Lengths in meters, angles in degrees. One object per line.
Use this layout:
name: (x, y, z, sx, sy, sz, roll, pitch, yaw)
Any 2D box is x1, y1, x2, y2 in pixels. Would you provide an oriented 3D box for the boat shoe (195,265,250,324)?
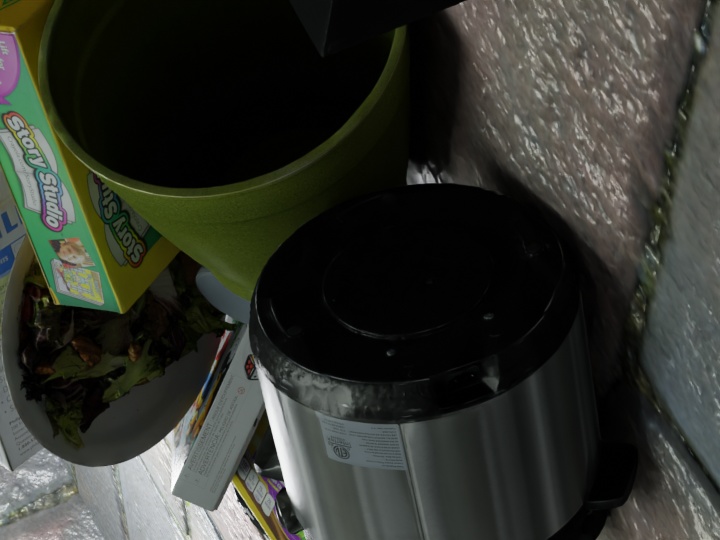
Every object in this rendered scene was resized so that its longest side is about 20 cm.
boat shoe: (0.001, 0.003, 1.444, 0.202, 0.086, 0.075, 12, 149, 35)

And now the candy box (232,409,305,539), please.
candy box: (-0.013, 0.157, 1.498, 0.200, 0.026, 0.102, 51, 122, 37)

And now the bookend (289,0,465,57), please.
bookend: (-0.014, -0.238, 1.073, 0.200, 0.092, 0.199, 61, 163, 20)

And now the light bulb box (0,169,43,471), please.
light bulb box: (-0.211, -0.017, 1.543, 0.125, 0.198, 0.200, 30, 145, 38)

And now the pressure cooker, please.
pressure cooker: (0.036, 0.077, 1.243, 0.176, 0.179, 0.200, 44, 154, 47)

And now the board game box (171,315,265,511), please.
board game box: (-0.088, 0.074, 1.592, 0.035, 0.126, 0.200, 24, -172, -9)

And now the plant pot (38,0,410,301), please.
plant pot: (-0.052, -0.078, 1.320, 0.200, 0.200, 0.193, 55, 174, 32)

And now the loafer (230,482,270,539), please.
loafer: (-0.028, 0.163, 1.586, 0.070, 0.068, 0.201, -59, 45, 28)

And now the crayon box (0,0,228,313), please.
crayon box: (-0.142, -0.105, 1.385, 0.058, 0.173, 0.200, 9, 133, 32)

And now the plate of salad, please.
plate of salad: (-0.143, 0.027, 1.479, 0.048, 0.200, 0.200, 12, 131, 37)
